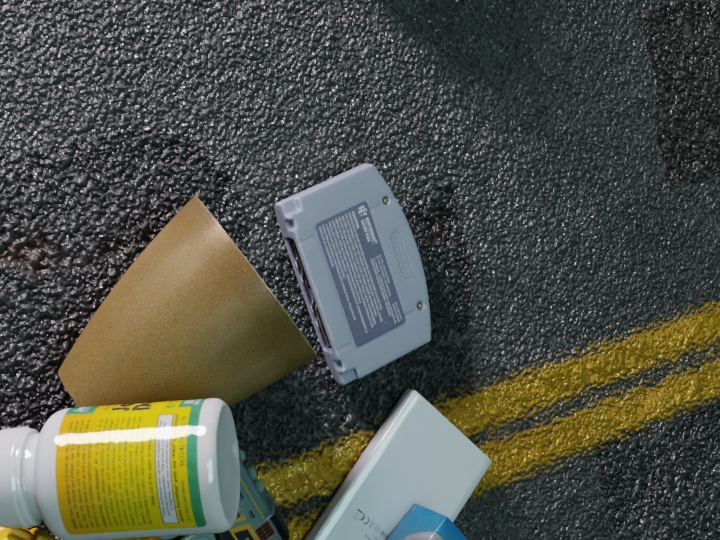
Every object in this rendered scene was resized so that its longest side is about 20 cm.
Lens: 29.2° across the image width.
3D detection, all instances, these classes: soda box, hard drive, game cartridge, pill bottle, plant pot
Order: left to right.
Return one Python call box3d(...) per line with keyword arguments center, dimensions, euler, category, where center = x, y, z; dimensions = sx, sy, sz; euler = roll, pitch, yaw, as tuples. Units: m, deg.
box3d(center=(-0.208, 0.171, 1.175), dimensions=(0.197, 0.113, 0.114), euler=(-5, 96, 5), category="pill bottle")
box3d(center=(-0.172, 0.067, 1.272), dimensions=(0.199, 0.186, 0.187), euler=(-39, 110, -6), category="plant pot")
box3d(center=(0.000, 0.000, 1.431), dimensions=(0.132, 0.041, 0.202), euler=(-24, 104, -22), category="game cartridge")
box3d(center=(0.030, 0.340, 1.416), dimensions=(0.200, 0.068, 0.064), euler=(-49, 113, -17), category="soda box")
box3d(center=(0.041, 0.246, 1.471), dimensions=(0.132, 0.027, 0.201), euler=(43, 74, -23), category="hard drive")

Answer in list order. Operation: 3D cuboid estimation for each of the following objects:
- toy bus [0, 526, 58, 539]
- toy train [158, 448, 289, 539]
box3d(center=(-0.379, 0.282, 1.196), dimensions=(0.191, 0.136, 0.201), euler=(34, 74, -9), category="toy bus")
box3d(center=(-0.143, 0.226, 1.310), dimensions=(0.114, 0.085, 0.201), euler=(-37, 134, -15), category="toy train")
